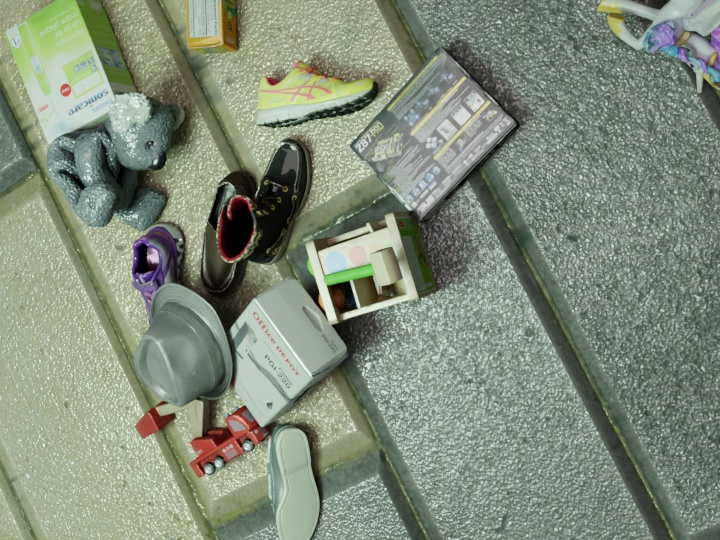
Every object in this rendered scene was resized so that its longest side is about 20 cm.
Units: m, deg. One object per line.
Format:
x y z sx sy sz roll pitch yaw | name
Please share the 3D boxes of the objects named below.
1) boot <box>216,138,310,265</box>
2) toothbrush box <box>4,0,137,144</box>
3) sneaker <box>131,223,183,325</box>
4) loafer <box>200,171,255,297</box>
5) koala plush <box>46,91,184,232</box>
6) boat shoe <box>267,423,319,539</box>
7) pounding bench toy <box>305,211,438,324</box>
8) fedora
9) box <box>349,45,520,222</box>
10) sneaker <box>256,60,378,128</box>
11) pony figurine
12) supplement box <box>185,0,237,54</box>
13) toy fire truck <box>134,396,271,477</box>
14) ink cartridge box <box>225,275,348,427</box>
-0.144 -0.100 1.404 0.073 0.150 0.201 23 101 15 | boot
-0.462 -0.322 1.528 0.145 0.086 0.201 -23 88 18 | toothbrush box
-0.325 0.027 1.506 0.080 0.088 0.202 -5 95 16 | sneaker
-0.219 -0.056 1.474 0.073 0.071 0.202 11 97 17 | loafer
-0.366 -0.192 1.461 0.200 0.177 0.184 -46 76 16 | koala plush
-0.111 0.337 1.483 0.062 0.072 0.202 14 110 60 | boat shoe
0.000 0.000 1.339 0.155 0.200 0.125 -17 89 17 | pounding bench toy
-0.279 0.128 1.421 0.176 0.090 0.201 29 136 25 | fedora
0.105 -0.195 1.371 0.161 0.049 0.200 46 106 8 | box
-0.071 -0.272 1.408 0.199 0.078 0.091 -7 89 19 | sneaker
0.425 -0.347 1.219 0.200 0.167 0.194 36 136 9 | pony figurine
-0.231 -0.440 1.454 0.068 0.067 0.202 2 95 15 | supplement box
-0.251 0.250 1.506 0.200 0.049 0.141 -34 90 27 | toy fire truck
-0.123 0.124 1.401 0.146 0.085 0.200 52 138 8 | ink cartridge box
